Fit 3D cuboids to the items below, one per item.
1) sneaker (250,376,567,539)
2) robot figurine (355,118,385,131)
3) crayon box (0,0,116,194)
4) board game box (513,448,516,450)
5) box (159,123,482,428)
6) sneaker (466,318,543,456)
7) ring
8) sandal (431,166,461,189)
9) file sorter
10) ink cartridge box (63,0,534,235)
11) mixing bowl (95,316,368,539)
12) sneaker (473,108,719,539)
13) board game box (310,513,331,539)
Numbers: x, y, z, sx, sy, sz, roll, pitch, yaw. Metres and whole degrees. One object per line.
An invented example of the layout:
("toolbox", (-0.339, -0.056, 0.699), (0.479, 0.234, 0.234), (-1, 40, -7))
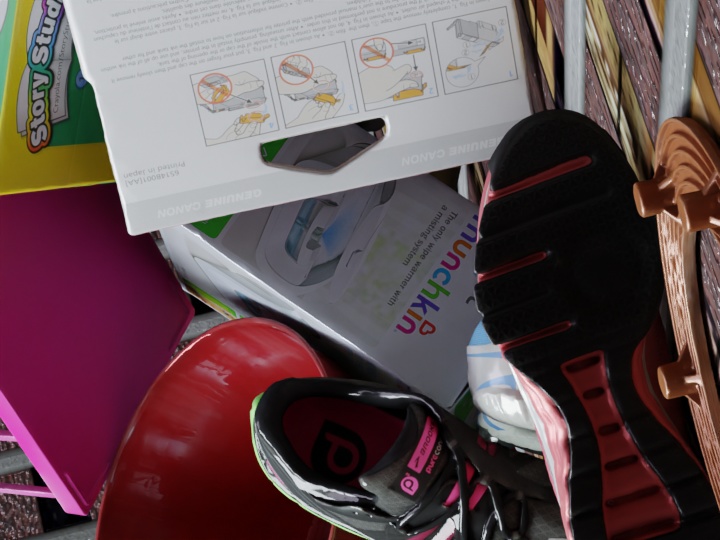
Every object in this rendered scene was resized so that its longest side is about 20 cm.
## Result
("sneaker", (0.037, 0.099, 1.229), (0.084, 0.200, 0.077), (51, -122, -71))
("robot figurine", (0.001, -0.153, 1.379), (0.200, 0.113, 0.170), (81, -177, -60))
("crayon box", (-0.126, -0.142, 1.329), (0.173, 0.058, 0.200), (-9, -69, -57))
("board game box", (0.022, 0.138, 1.608), (0.096, 0.200, 0.030), (60, 142, 19))
("box", (0.000, 0.000, 1.421), (0.176, 0.097, 0.200), (35, 171, 7))
("sneaker", (0.088, 0.047, 1.281), (0.200, 0.072, 0.073), (66, -139, -78))
("ring", (0.124, 0.046, 0.954), (0.200, 0.019, 0.201), (167, 90, -87))
("sandal", (-0.011, 0.007, 1.661), (0.212, 0.070, 0.078), (-70, -25, -11))
("file sorter", (-0.200, 0.004, 1.431), (0.139, 0.125, 0.200), (-64, -37, -34))
("ink cartridge box", (-0.029, -0.117, 1.269), (0.045, 0.200, 0.176), (-104, 2, -53))
("mixing bowl", (-0.032, 0.132, 1.390), (0.200, 0.108, 0.200), (-24, 58, 45))
("sneaker", (0.086, 0.037, 1.100), (0.087, 0.074, 0.200), (-128, 25, -85))
("board game box", (-0.005, 0.136, 1.522), (0.103, 0.019, 0.200), (57, -160, -57))
